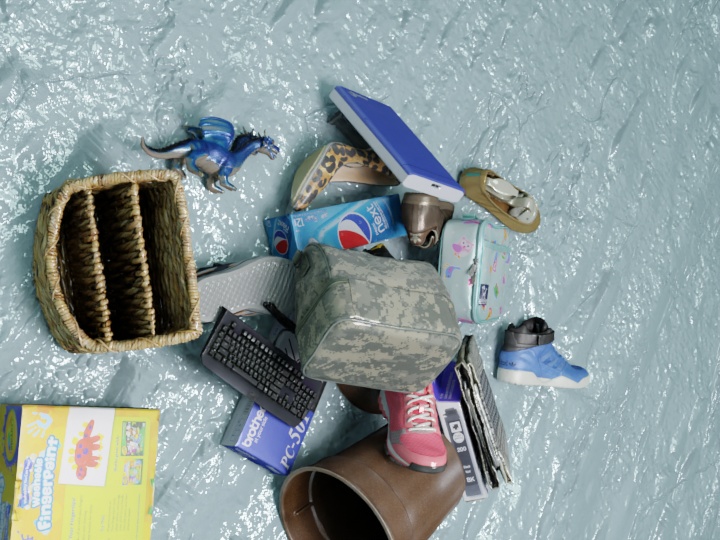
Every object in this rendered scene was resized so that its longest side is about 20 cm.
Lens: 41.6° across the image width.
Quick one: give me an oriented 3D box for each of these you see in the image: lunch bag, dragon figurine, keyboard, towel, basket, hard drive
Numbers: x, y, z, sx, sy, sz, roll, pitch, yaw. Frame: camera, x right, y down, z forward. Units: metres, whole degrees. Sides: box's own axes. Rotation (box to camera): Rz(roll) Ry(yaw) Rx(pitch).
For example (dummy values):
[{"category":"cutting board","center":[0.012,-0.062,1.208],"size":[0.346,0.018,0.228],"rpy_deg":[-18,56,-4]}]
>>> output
[{"category":"lunch bag","center":[0.174,-0.002,1.432],"size":[0.200,0.077,0.162],"rpy_deg":[5,93,-71]},{"category":"dragon figurine","center":[-0.198,-0.162,1.217],"size":[0.199,0.059,0.100],"rpy_deg":[20,74,-37]},{"category":"keyboard","center":[-0.112,0.106,1.205],"size":[0.200,0.021,0.128],"rpy_deg":[43,60,-41]},{"category":"towel","center":[0.182,0.200,1.379],"size":[0.200,0.034,0.194],"rpy_deg":[-42,117,-77]},{"category":"lunch bag","center":[0.016,0.049,1.209],"size":[0.199,0.140,0.168],"rpy_deg":[10,47,-26]},{"category":"basket","center":[-0.283,-0.008,1.077],"size":[0.142,0.149,0.201],"rpy_deg":[-6,91,-39]},{"category":"hard drive","center":[0.052,-0.180,1.344],"size":[0.132,0.025,0.200],"rpy_deg":[11,34,-49]}]

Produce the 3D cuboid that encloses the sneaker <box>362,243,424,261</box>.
[{"category":"sneaker","center":[0.000,0.000,1.332],"size":[0.199,0.070,0.091],"rpy_deg":[15,79,-15]}]

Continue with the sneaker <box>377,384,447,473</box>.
[{"category":"sneaker","center":[0.067,0.185,1.249],"size":[0.073,0.200,0.087],"rpy_deg":[5,116,-16]}]

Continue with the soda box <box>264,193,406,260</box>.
[{"category":"soda box","center":[-0.033,-0.060,1.335],"size":[0.199,0.068,0.065],"rpy_deg":[-15,95,-39]}]

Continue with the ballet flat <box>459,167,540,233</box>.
[{"category":"ballet flat","center":[0.247,-0.113,1.569],"size":[0.199,0.063,0.069],"rpy_deg":[23,72,-35]}]

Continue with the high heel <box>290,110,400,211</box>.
[{"category":"high heel","center":[-0.015,-0.123,1.350],"size":[0.143,0.071,0.201],"rpy_deg":[43,52,-20]}]

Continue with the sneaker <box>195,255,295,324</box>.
[{"category":"sneaker","center":[-0.161,0.024,1.220],"size":[0.199,0.079,0.079],"rpy_deg":[-7,92,-46]}]

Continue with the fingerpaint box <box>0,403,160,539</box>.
[{"category":"fingerpaint box","center":[-0.322,0.253,1.068],"size":[0.166,0.073,0.201],"rpy_deg":[8,80,-39]}]

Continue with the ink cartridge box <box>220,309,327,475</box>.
[{"category":"ink cartridge box","center":[-0.102,0.162,1.272],"size":[0.094,0.044,0.201],"rpy_deg":[35,65,-29]}]

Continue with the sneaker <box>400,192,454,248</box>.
[{"category":"sneaker","center":[0.093,-0.070,1.399],"size":[0.200,0.070,0.076],"rpy_deg":[9,88,-74]}]

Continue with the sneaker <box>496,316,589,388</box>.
[{"category":"sneaker","center":[0.315,0.136,1.590],"size":[0.199,0.077,0.112],"rpy_deg":[7,90,-32]}]

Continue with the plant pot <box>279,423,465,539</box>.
[{"category":"plant pot","center":[0.029,0.307,1.280],"size":[0.198,0.200,0.201],"rpy_deg":[-29,104,-44]}]

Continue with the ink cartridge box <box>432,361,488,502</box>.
[{"category":"ink cartridge box","center":[0.147,0.208,1.400],"size":[0.198,0.043,0.201],"rpy_deg":[-51,124,-76]}]

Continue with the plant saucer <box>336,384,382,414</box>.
[{"category":"plant saucer","center":[0.040,0.111,1.399],"size":[0.199,0.037,0.202],"rpy_deg":[5,82,-38]}]
